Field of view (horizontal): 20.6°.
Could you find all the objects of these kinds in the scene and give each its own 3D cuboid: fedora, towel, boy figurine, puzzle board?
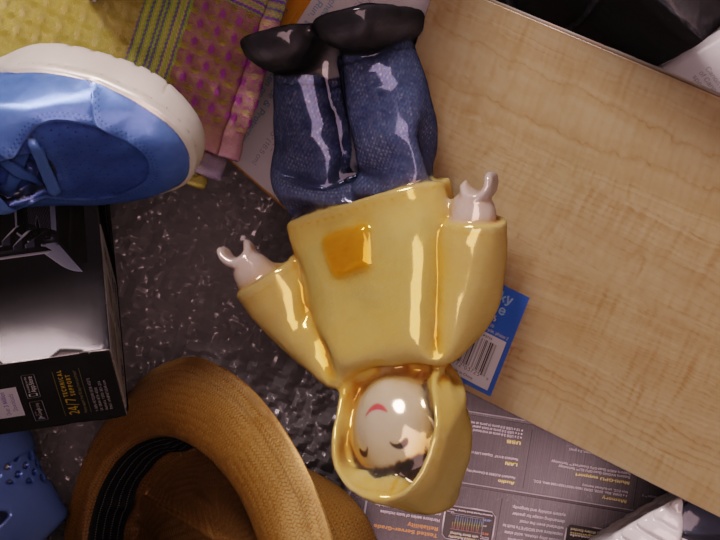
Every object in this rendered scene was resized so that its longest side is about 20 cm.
[{"bbox_3d":[-0.050,0.133,0.834,0.082,0.200,0.201,6,90,-39],"label":"fedora"},{"bbox_3d":[-0.092,-0.148,0.809,0.143,0.023,0.201,20,77,-21],"label":"towel"},{"bbox_3d":[0.000,0.000,0.788,0.124,0.064,0.201,-8,89,23],"label":"boy figurine"},{"bbox_3d":[0.093,-0.009,0.786,0.200,0.017,0.151,26,107,21],"label":"puzzle board"}]

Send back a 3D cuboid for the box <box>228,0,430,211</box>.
[{"bbox_3d":[0.034,-0.049,0.839,0.200,0.041,0.119,40,110,14],"label":"box"}]

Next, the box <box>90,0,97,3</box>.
[{"bbox_3d":[-0.022,-0.184,0.768,0.200,0.117,0.060,-33,99,-22],"label":"box"}]

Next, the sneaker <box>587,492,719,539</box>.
[{"bbox_3d":[0.177,0.139,0.822,0.199,0.080,0.130,-29,83,-13],"label":"sneaker"}]

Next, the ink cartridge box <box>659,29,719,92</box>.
[{"bbox_3d":[0.234,-0.060,0.851,0.200,0.083,0.145,-31,74,-4],"label":"ink cartridge box"}]

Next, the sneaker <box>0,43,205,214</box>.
[{"bbox_3d":[-0.163,-0.026,0.735,0.199,0.077,0.111,6,50,12],"label":"sneaker"}]

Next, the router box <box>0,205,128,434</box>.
[{"bbox_3d":[-0.183,-0.024,0.817,0.157,0.052,0.201,-8,55,-2],"label":"router box"}]

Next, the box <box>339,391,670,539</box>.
[{"bbox_3d":[0.089,0.116,0.882,0.199,0.048,0.159,9,90,-2],"label":"box"}]

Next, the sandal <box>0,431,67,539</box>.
[{"bbox_3d":[-0.167,0.096,0.862,0.087,0.079,0.201,14,98,-6],"label":"sandal"}]

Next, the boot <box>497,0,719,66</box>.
[{"bbox_3d":[0.071,-0.141,0.805,0.165,0.200,0.066,35,89,-2],"label":"boot"}]
